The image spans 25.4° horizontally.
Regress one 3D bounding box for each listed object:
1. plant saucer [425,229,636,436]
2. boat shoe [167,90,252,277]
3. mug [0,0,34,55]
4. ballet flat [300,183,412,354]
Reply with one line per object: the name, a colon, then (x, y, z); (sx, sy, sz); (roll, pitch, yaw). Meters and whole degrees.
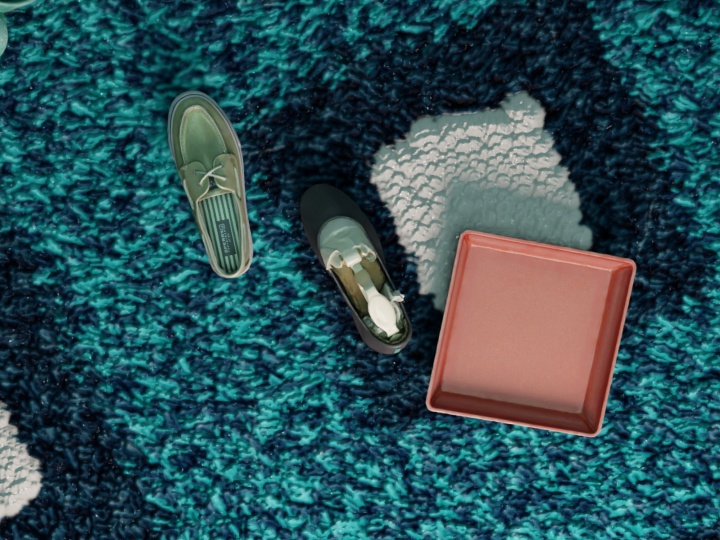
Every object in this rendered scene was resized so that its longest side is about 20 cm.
plant saucer: (0.182, 0.067, 1.733); (0.199, 0.037, 0.201); (10, 97, -9)
boat shoe: (-0.148, -0.088, 1.648); (0.072, 0.062, 0.201); (-17, 100, -5)
mug: (-0.385, -0.305, 1.528); (0.152, 0.114, 0.185); (46, 53, -36)
ballet flat: (0.000, 0.000, 1.680); (0.073, 0.073, 0.200); (-27, 101, -3)
